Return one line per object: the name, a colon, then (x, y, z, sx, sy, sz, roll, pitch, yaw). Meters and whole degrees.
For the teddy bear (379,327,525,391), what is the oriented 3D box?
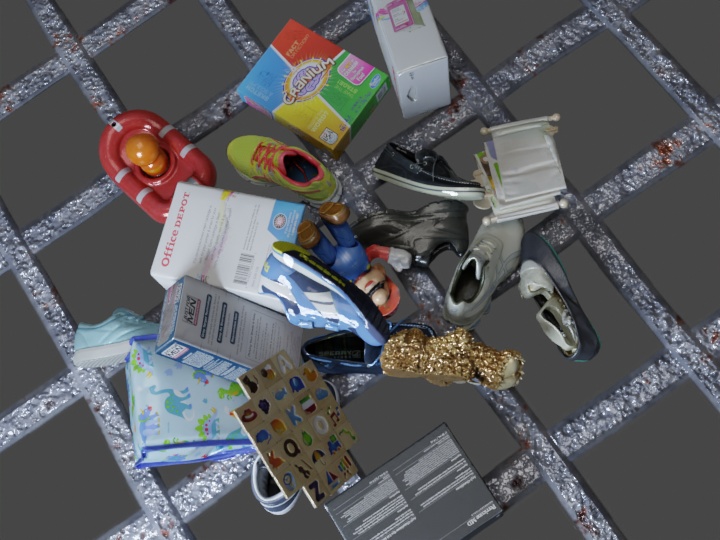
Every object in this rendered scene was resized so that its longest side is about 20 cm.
teddy bear: (0.128, 0.118, 1.341, 0.198, 0.145, 0.067, 1, 69, 25)

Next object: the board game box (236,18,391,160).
board game box: (-0.075, -0.291, 1.568, 0.199, 0.040, 0.154, 33, 80, 17)

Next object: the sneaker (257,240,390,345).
sneaker: (-0.050, 0.045, 1.312, 0.199, 0.074, 0.083, 36, 104, 4)

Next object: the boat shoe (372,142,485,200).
boat shoe: (0.100, -0.146, 1.446, 0.199, 0.074, 0.063, 23, 102, 41)

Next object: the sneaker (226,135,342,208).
sneaker: (-0.122, -0.167, 1.510, 0.198, 0.090, 0.079, 21, 78, 17)

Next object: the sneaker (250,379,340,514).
sneaker: (-0.089, 0.239, 1.362, 0.070, 0.109, 0.202, 21, 77, 14)

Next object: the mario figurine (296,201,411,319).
mario figurine: (0.000, 0.000, 1.386, 0.123, 0.200, 0.107, -20, 39, 24)

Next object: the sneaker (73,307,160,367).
sneaker: (-0.339, 0.089, 1.471, 0.198, 0.074, 0.083, -9, 74, 5)

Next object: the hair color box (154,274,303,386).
hair color box: (-0.179, 0.094, 1.364, 0.060, 0.199, 0.101, -32, 43, 43)

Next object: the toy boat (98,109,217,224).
toy boat: (-0.325, -0.173, 1.523, 0.200, 0.131, 0.131, 40, 82, 18)

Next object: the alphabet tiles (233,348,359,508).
alphabet tiles: (-0.084, 0.211, 1.331, 0.006, 0.166, 0.201, -32, 89, 41)

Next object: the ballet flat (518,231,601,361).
ballet flat: (0.266, 0.039, 1.379, 0.073, 0.073, 0.201, -27, 78, 0)

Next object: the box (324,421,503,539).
box: (0.074, 0.324, 1.325, 0.199, 0.079, 0.142, -33, 67, -3)

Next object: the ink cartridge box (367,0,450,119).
ink cartridge box: (0.072, -0.359, 1.511, 0.084, 0.145, 0.202, -16, 70, 2)

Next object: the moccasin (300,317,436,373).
moccasin: (0.012, 0.116, 1.407, 0.198, 0.068, 0.081, -13, 71, 3)

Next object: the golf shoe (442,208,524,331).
golf shoe: (0.181, -0.013, 1.408, 0.078, 0.097, 0.201, 21, 75, 17)

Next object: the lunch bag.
lunch bag: (-0.227, 0.180, 1.398, 0.198, 0.128, 0.172, -4, 69, -20)

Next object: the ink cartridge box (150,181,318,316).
ink cartridge box: (-0.178, -0.023, 1.442, 0.198, 0.146, 0.148, 11, 75, 12)

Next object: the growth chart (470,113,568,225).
growth chart: (0.234, -0.153, 1.456, 0.143, 0.018, 0.202, -6, 53, 10)

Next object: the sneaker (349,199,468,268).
sneaker: (0.067, -0.045, 1.451, 0.198, 0.076, 0.092, -10, 77, 8)
